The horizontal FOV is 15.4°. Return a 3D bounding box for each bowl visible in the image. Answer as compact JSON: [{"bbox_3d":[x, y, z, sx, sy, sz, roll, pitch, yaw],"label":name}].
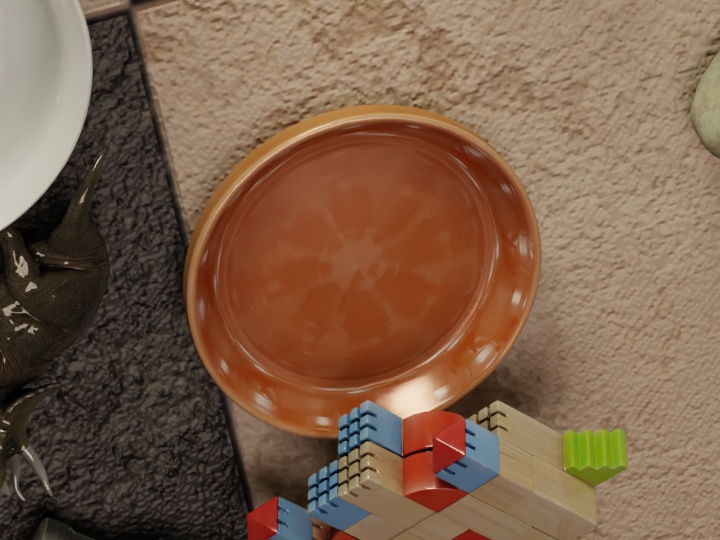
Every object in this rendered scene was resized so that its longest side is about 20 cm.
[{"bbox_3d":[-0.237,-0.109,1.306,0.201,0.090,0.201,-7,120,-13],"label":"bowl"}]

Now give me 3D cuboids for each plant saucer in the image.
[{"bbox_3d":[0.000,0.000,1.468,0.200,0.032,0.200,-7,119,-14],"label":"plant saucer"}]

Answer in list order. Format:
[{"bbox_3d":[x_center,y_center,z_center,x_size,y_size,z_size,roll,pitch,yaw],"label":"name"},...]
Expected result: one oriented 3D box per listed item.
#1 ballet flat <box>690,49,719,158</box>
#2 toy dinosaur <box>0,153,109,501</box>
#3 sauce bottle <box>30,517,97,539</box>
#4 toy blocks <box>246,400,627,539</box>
[{"bbox_3d":[0.246,-0.144,1.446,0.067,0.062,0.200,15,112,-23],"label":"ballet flat"},{"bbox_3d":[-0.179,0.018,1.412,0.102,0.077,0.200,20,105,-37],"label":"toy dinosaur"},{"bbox_3d":[-0.095,0.195,1.515,0.200,0.066,0.066,23,109,-11],"label":"sauce bottle"},{"bbox_3d":[0.030,0.127,1.490,0.137,0.100,0.200,29,134,-32],"label":"toy blocks"}]
